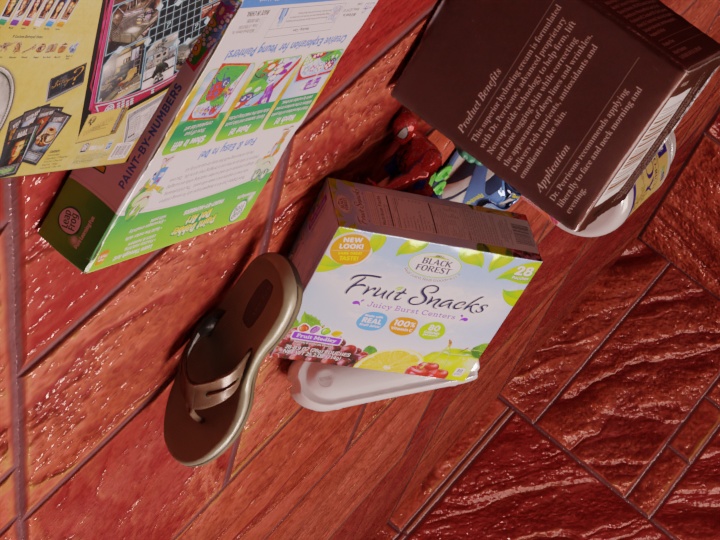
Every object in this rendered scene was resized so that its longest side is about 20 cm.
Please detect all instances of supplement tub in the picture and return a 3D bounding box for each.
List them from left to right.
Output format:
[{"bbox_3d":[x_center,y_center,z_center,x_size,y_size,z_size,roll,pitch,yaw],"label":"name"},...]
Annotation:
[{"bbox_3d":[0.346,-0.147,2.135,0.200,0.145,0.146,-39,163,-47],"label":"supplement tub"}]

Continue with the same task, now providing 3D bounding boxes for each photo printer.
[{"bbox_3d":[0.021,0.101,1.621,0.199,0.070,0.166,-11,177,1],"label":"photo printer"}]

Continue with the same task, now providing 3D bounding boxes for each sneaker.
[{"bbox_3d":[0.123,-0.081,1.648,0.200,0.082,0.074,-56,170,23],"label":"sneaker"}]

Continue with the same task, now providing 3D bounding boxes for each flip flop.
[{"bbox_3d":[-0.114,0.072,1.250,0.057,0.081,0.200,-1,129,-53],"label":"flip flop"}]

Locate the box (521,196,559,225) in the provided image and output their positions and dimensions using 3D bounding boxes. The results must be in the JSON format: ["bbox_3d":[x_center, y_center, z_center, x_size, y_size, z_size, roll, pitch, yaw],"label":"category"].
[{"bbox_3d":[0.265,-0.169,1.871,0.200,0.103,0.095,-49,168,-5],"label":"box"}]

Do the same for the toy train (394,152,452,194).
[{"bbox_3d":[0.047,-0.058,1.542,0.056,0.042,0.200,-34,162,-24],"label":"toy train"}]

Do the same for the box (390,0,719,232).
[{"bbox_3d":[0.168,-0.167,1.279,0.166,0.200,0.164,-57,167,26],"label":"box"}]

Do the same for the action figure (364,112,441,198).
[{"bbox_3d":[0.036,-0.051,1.395,0.099,0.065,0.201,-23,128,-15],"label":"action figure"}]

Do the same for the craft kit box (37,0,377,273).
[{"bbox_3d":[-0.082,-0.102,0.918,0.198,0.048,0.200,-59,166,21],"label":"craft kit box"}]

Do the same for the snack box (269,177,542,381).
[{"bbox_3d":[0.034,0.013,1.358,0.199,0.068,0.169,9,133,-25],"label":"snack box"}]

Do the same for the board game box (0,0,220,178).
[{"bbox_3d":[-0.139,-0.107,0.711,0.136,0.035,0.200,-55,167,18],"label":"board game box"}]

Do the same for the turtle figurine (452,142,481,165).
[{"bbox_3d":[0.181,-0.185,1.507,0.149,0.101,0.200,10,139,-38],"label":"turtle figurine"}]
